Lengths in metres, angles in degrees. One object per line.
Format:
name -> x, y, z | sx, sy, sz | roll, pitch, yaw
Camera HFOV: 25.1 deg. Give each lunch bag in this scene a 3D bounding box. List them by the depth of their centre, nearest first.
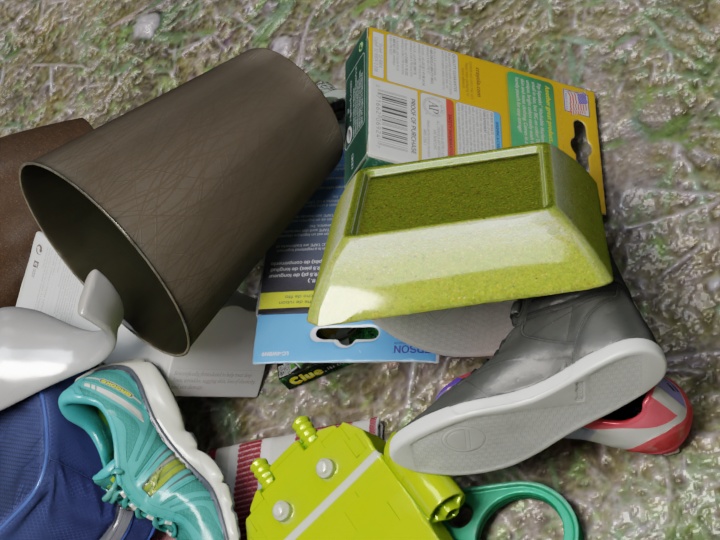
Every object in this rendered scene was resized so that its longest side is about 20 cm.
lunch bag -> -0.236, 0.164, 1.275 | 0.136, 0.132, 0.200 | -41, 41, 26

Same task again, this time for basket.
basket -> -0.120, -0.067, 1.203 | 0.180, 0.136, 0.200 | 46, 63, 3

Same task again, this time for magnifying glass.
magnifying glass -> 0.065, 0.173, 1.146 | 0.199, 0.022, 0.080 | 14, 66, 32

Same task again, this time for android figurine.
android figurine -> -0.010, 0.191, 1.140 | 0.182, 0.041, 0.200 | -44, 56, 12

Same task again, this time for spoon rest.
spoon rest -> -0.246, 0.058, 1.220 | 0.200, 0.061, 0.100 | -21, 44, 39

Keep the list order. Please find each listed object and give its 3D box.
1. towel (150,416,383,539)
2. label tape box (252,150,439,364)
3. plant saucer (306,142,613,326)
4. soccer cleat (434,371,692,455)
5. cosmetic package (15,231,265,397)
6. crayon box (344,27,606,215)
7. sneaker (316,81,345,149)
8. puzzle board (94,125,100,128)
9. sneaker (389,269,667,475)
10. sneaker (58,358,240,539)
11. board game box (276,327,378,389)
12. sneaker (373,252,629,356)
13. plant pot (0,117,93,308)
towel -> -0.075, 0.193, 1.233 | 0.199, 0.023, 0.144 | -14, 52, 22
label tape box -> 0.000, 0.000, 1.255 | 0.143, 0.066, 0.201 | -2, 56, 10
plant saucer -> 0.065, -0.035, 1.106 | 0.199, 0.048, 0.200 | -8, 22, 8
soccer cleat -> 0.135, 0.090, 1.132 | 0.199, 0.076, 0.067 | 3, 62, 33
cosmetic package -> -0.177, 0.035, 1.328 | 0.200, 0.113, 0.081 | 24, 101, 41
crayon box -> 0.087, -0.102, 1.251 | 0.052, 0.199, 0.126 | 126, 151, -51
sneaker -> -0.080, -0.091, 1.375 | 0.200, 0.077, 0.089 | -34, 34, 1
puzzle board -> -0.232, -0.059, 1.502 | 0.150, 0.017, 0.201 | -17, 52, 23
sneaker -> 0.105, 0.064, 1.085 | 0.200, 0.071, 0.099 | -28, 45, 21
sneaker -> -0.156, 0.159, 1.196 | 0.200, 0.079, 0.078 | 54, 138, 20
board game box -> -0.029, -0.006, 1.336 | 0.104, 0.023, 0.200 | -22, 51, 15
sneaker -> 0.096, 0.004, 1.172 | 0.199, 0.071, 0.099 | 3, 44, -9
plant pot -> -0.303, -0.042, 1.424 | 0.200, 0.187, 0.187 | -33, 47, -10
